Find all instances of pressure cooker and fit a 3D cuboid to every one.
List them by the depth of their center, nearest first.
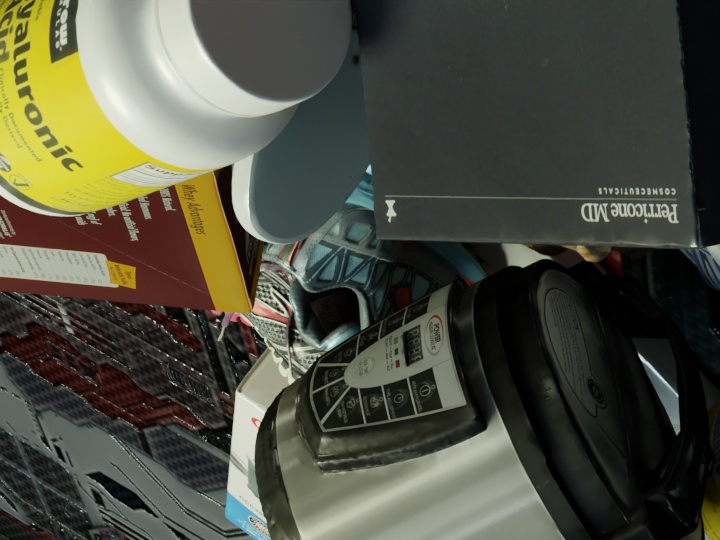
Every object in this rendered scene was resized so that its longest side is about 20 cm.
[{"bbox_3d":[0.072,0.091,1.222,0.177,0.199,0.178,65,-161,7],"label":"pressure cooker"}]

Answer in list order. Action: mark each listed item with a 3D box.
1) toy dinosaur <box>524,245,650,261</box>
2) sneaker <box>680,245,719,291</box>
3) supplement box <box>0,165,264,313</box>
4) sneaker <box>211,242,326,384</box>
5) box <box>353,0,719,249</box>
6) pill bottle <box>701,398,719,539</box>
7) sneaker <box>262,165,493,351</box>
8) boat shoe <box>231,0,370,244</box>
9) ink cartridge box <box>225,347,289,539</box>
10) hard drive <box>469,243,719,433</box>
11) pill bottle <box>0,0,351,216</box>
[{"bbox_3d":[0.093,-0.024,1.226,0.200,0.106,0.061,30,124,57],"label":"toy dinosaur"},{"bbox_3d":[0.145,-0.054,1.174,0.085,0.077,0.201,14,143,52],"label":"sneaker"},{"bbox_3d":[-0.153,-0.081,1.355,0.198,0.134,0.197,5,159,6],"label":"supplement box"},{"bbox_3d":[-0.037,0.015,1.534,0.199,0.081,0.075,32,151,21],"label":"sneaker"},{"bbox_3d":[0.094,-0.107,1.033,0.199,0.104,0.184,4,101,53],"label":"box"},{"bbox_3d":[0.210,0.113,1.297,0.111,0.111,0.200,39,153,5],"label":"pill bottle"},{"bbox_3d":[0.000,0.000,1.343,0.079,0.096,0.200,35,174,29],"label":"sneaker"},{"bbox_3d":[-0.030,-0.115,1.216,0.071,0.202,0.091,17,180,-41],"label":"boat shoe"},{"bbox_3d":[-0.006,0.131,1.669,0.146,0.086,0.200,35,156,14],"label":"ink cartridge box"},{"bbox_3d":[0.102,0.026,1.415,0.200,0.027,0.132,46,155,-10],"label":"hard drive"},{"bbox_3d":[-0.091,-0.093,1.134,0.111,0.111,0.199,49,148,-17],"label":"pill bottle"}]
